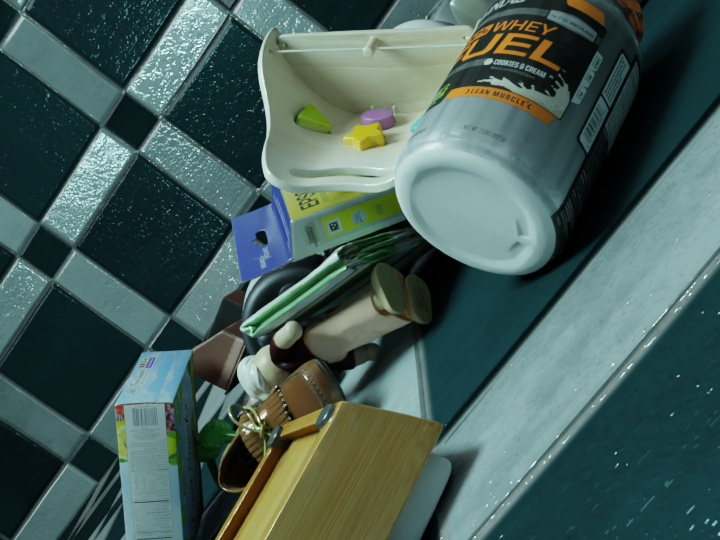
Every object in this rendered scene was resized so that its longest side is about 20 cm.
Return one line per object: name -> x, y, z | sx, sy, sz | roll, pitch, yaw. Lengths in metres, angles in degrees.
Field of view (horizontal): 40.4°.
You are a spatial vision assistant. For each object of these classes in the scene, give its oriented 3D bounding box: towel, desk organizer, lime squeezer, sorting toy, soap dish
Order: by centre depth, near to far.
soap dish -> -0.041, 0.173, 0.571 | 0.201, 0.081, 0.157 | -60, 10, -23
sorting toy -> 0.000, -0.124, 0.823 | 0.181, 0.197, 0.108 | -68, -26, -48
towel -> 0.000, 0.000, 0.867 | 0.152, 0.024, 0.199 | -37, -8, 39
lime squeezer -> -0.152, 0.198, 1.096 | 0.200, 0.070, 0.038 | -44, 30, 54
desk organizer -> -0.161, 0.084, 1.238 | 0.200, 0.076, 0.072 | -42, -24, -78

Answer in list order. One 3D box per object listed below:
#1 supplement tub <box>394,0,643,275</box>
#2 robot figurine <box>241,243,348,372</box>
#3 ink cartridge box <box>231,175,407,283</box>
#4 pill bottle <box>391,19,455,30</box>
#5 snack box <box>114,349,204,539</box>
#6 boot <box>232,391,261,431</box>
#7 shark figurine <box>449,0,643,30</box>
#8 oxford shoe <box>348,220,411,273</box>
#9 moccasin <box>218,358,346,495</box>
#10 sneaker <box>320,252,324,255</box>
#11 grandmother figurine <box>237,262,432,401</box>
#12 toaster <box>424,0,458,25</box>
supplement tub -> 0.115, -0.108, 0.663 | 0.201, 0.122, 0.122 | -59, 10, -28
robot figurine -> -0.066, 0.045, 1.036 | 0.148, 0.126, 0.200 | -18, 11, 0
ink cartridge box -> -0.027, -0.070, 0.895 | 0.197, 0.048, 0.198 | -18, 21, -4
pill bottle -> 0.069, -0.208, 1.037 | 0.112, 0.112, 0.200 | -51, 0, 18
snack box -> -0.216, 0.209, 1.068 | 0.169, 0.067, 0.203 | -101, 8, -77
boot -> -0.091, 0.102, 1.157 | 0.200, 0.064, 0.188 | -68, 2, -68
shark figurine -> 0.197, -0.220, 0.829 | 0.213, 0.129, 0.090 | -27, 26, 18
oxford shoe -> 0.060, -0.088, 1.012 | 0.201, 0.084, 0.073 | -52, 6, 6
moccasin -> -0.073, 0.139, 0.832 | 0.077, 0.074, 0.201 | -21, -14, -37
sneaker -> -0.009, -0.045, 1.198 | 0.200, 0.070, 0.099 | -48, 24, -12
grandmother figurine -> -0.030, 0.061, 0.848 | 0.199, 0.121, 0.061 | -30, 48, 32
toaster -> 0.147, -0.309, 1.261 | 0.182, 0.118, 0.200 | -56, 9, -6
